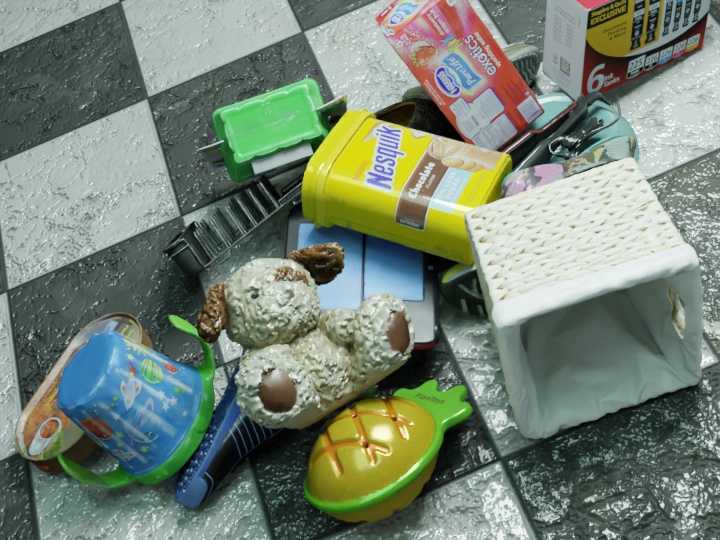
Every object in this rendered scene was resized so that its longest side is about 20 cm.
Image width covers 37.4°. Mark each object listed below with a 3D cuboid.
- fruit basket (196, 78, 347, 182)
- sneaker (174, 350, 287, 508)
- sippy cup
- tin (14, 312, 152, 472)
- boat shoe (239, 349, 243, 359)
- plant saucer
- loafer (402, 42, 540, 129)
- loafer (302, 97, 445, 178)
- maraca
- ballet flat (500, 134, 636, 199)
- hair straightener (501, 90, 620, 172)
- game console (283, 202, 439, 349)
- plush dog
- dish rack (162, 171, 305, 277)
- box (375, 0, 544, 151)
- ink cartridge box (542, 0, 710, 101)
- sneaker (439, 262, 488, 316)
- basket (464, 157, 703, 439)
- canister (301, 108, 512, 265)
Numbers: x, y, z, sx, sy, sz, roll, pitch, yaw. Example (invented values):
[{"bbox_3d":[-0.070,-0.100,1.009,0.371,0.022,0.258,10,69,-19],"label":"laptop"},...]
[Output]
[{"bbox_3d":[-0.099,-0.156,1.277,0.182,0.200,0.095,-19,84,-3],"label":"fruit basket"},{"bbox_3d":[-0.122,0.170,1.135,0.202,0.077,0.070,-60,21,-3],"label":"sneaker"},{"bbox_3d":[-0.244,0.136,1.128,0.138,0.130,0.180,-12,49,42],"label":"sippy cup"},{"bbox_3d":[-0.314,0.139,1.224,0.111,0.042,0.202,7,55,39],"label":"tin"},{"bbox_3d":[-0.083,0.037,1.227,0.074,0.063,0.202,18,61,25],"label":"boat shoe"},{"bbox_3d":[0.236,-0.150,1.289,0.196,0.036,0.203,-8,53,11],"label":"plant saucer"},{"bbox_3d":[0.137,-0.244,1.364,0.197,0.076,0.070,-25,55,-3],"label":"loafer"},{"bbox_3d":[0.005,-0.157,1.312,0.198,0.072,0.074,-31,70,18],"label":"loafer"},{"bbox_3d":[0.027,0.173,1.065,0.199,0.108,0.136,-38,29,-31],"label":"maraca"},{"bbox_3d":[0.244,-0.094,1.170,0.197,0.070,0.071,-18,49,-29],"label":"ballet flat"},{"bbox_3d":[0.237,-0.144,1.243,0.199,0.041,0.077,-35,52,-16],"label":"hair straightener"},{"bbox_3d":[0.000,0.000,1.184,0.173,0.031,0.203,-2,53,5],"label":"game console"},{"bbox_3d":[-0.069,0.064,1.069,0.198,0.161,0.173,-24,75,-26],"label":"plush dog"},{"bbox_3d":[-0.136,-0.070,1.268,0.199,0.055,0.154,-37,11,3],"label":"dish rack"},{"bbox_3d":[0.117,-0.242,1.253,0.099,0.200,0.096,-38,30,10],"label":"box"},{"bbox_3d":[0.324,-0.326,1.284,0.198,0.177,0.084,-26,48,-17],"label":"ink cartridge box"},{"bbox_3d":[0.175,-0.018,1.191,0.197,0.079,0.091,-21,42,-7],"label":"sneaker"},{"bbox_3d":[0.217,0.029,1.060,0.197,0.200,0.162,-19,46,2],"label":"basket"},{"bbox_3d":[0.054,-0.093,1.179,0.197,0.088,0.149,17,47,18],"label":"canister"}]
